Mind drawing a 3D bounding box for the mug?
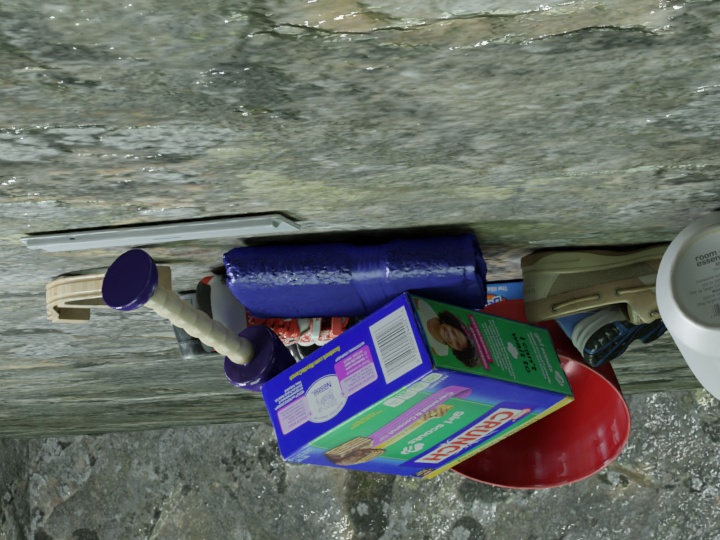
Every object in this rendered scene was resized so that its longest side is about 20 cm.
[{"bbox_3d":[0.304,0.007,1.434,0.149,0.187,0.153,30,-179,30],"label":"mug"}]

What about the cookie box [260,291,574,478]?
[{"bbox_3d":[0.049,0.101,1.564,0.171,0.075,0.200,-33,152,31],"label":"cookie box"}]

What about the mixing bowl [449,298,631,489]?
[{"bbox_3d":[0.150,0.098,1.737,0.199,0.109,0.200,5,137,4],"label":"mixing bowl"}]

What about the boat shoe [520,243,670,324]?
[{"bbox_3d":[0.236,0.014,1.596,0.199,0.065,0.071,-3,172,1],"label":"boat shoe"}]

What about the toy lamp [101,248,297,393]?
[{"bbox_3d":[-0.122,0.047,1.522,0.058,0.058,0.200,-8,150,35],"label":"toy lamp"}]

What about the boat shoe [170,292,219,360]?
[{"bbox_3d":[-0.111,0.064,1.820,0.072,0.071,0.200,-9,171,40],"label":"boat shoe"}]

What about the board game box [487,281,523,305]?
[{"bbox_3d":[0.123,0.043,1.852,0.199,0.045,0.152,-4,172,14],"label":"board game box"}]

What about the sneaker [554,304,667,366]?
[{"bbox_3d":[0.240,0.022,1.692,0.200,0.077,0.076,-14,142,-53],"label":"sneaker"}]

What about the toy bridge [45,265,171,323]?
[{"bbox_3d":[-0.230,0.019,1.615,0.067,0.027,0.200,3,170,-30],"label":"toy bridge"}]

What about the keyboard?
[{"bbox_3d":[-0.146,-0.027,1.376,0.199,0.011,0.056,-4,177,15],"label":"keyboard"}]

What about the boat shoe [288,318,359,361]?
[{"bbox_3d":[-0.022,0.078,2.001,0.065,0.072,0.200,-20,162,24],"label":"boat shoe"}]

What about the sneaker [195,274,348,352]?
[{"bbox_3d":[-0.072,0.035,1.653,0.108,0.067,0.201,-5,176,11],"label":"sneaker"}]

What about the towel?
[{"bbox_3d":[0.000,0.000,1.500,0.199,0.050,0.148,-3,165,6],"label":"towel"}]
